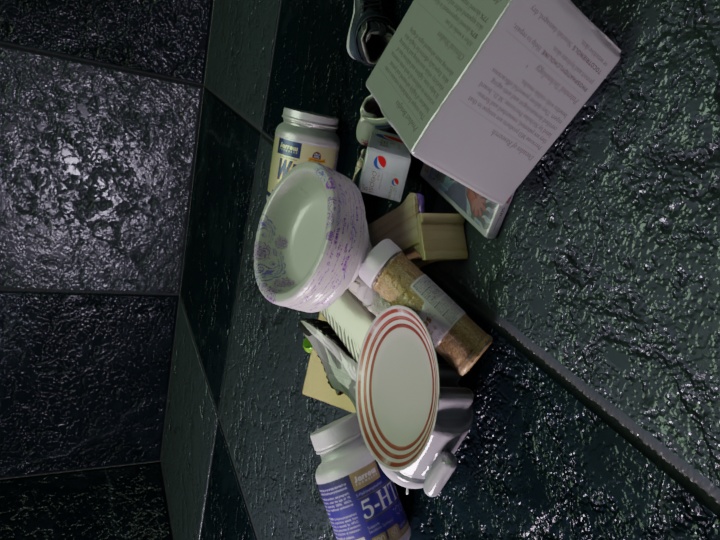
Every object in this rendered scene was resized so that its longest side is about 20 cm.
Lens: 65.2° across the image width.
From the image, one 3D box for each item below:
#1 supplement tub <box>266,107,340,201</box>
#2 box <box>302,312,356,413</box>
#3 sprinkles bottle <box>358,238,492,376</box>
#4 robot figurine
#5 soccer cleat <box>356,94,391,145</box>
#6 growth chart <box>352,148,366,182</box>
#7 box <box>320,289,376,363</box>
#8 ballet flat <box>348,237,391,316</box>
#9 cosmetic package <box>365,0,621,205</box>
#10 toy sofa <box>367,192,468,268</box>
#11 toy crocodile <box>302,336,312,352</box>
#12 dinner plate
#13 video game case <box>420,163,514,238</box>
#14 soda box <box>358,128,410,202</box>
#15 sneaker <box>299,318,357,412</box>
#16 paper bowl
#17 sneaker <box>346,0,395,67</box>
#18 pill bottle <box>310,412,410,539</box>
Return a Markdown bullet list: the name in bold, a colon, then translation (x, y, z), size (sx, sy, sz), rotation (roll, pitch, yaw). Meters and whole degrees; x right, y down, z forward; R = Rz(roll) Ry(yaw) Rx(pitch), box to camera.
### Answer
- **supplement tub**: translation (-0.120, -0.229, 1.197), size (0.144, 0.140, 0.208), rotation (36, 119, 57)
- **box**: translation (-0.016, 0.135, 0.978), size (0.159, 0.021, 0.208), rotation (10, 86, 32)
- **sprinkles bottle**: translation (0.086, 0.048, 0.760), size (0.200, 0.068, 0.069), rotation (44, 132, 15)
- **robot figurine**: translation (0.086, 0.222, 0.791), size (0.172, 0.109, 0.205), rotation (-110, 34, -51)
- **soccer cleat**: translation (0.025, -0.274, 0.982), size (0.198, 0.083, 0.073), rotation (-11, 78, 62)
- **growth chart**: translation (-0.020, -0.129, 1.056), size (0.146, 0.017, 0.206), rotation (-79, 5, -60)
- **box**: translation (0.011, 0.095, 0.907), size (0.069, 0.081, 0.201), rotation (-51, 58, 17)
- **ballet flat**: translation (0.000, 0.000, 0.860), size (0.073, 0.069, 0.204), rotation (-61, 41, 39)
- **cosmetic package**: translation (0.137, -0.225, 0.632), size (0.202, 0.162, 0.170), rotation (-53, 39, 26)
- **toy sofa**: translation (0.074, -0.042, 0.869), size (0.199, 0.080, 0.102), rotation (-27, 67, 59)
- **toy crocodile**: translation (-0.073, 0.183, 1.163), size (0.069, 0.060, 0.200), rotation (67, 172, -31)
- **dinner plate**: translation (0.049, 0.150, 0.730), size (0.198, 0.023, 0.209), rotation (-20, 67, 59)
- **video game case**: translation (0.160, -0.176, 0.779), size (0.201, 0.022, 0.188), rotation (55, 134, 50)
- **soda box**: translation (0.039, -0.169, 0.878), size (0.201, 0.066, 0.066), rotation (-81, 5, -68)
- **sneaker**: translation (-0.041, 0.152, 0.936), size (0.199, 0.073, 0.081), rotation (42, 107, 29)
- **paper bowl**: translation (-0.064, -0.043, 0.816), size (0.198, 0.102, 0.209), rotation (-22, 60, 45)
- **sneaker**: translation (0.026, -0.469, 0.993), size (0.147, 0.074, 0.209), rotation (-114, 27, -59)
- **pill bottle**: translation (-0.006, 0.343, 0.899), size (0.119, 0.117, 0.206), rotation (-34, 76, 56)
